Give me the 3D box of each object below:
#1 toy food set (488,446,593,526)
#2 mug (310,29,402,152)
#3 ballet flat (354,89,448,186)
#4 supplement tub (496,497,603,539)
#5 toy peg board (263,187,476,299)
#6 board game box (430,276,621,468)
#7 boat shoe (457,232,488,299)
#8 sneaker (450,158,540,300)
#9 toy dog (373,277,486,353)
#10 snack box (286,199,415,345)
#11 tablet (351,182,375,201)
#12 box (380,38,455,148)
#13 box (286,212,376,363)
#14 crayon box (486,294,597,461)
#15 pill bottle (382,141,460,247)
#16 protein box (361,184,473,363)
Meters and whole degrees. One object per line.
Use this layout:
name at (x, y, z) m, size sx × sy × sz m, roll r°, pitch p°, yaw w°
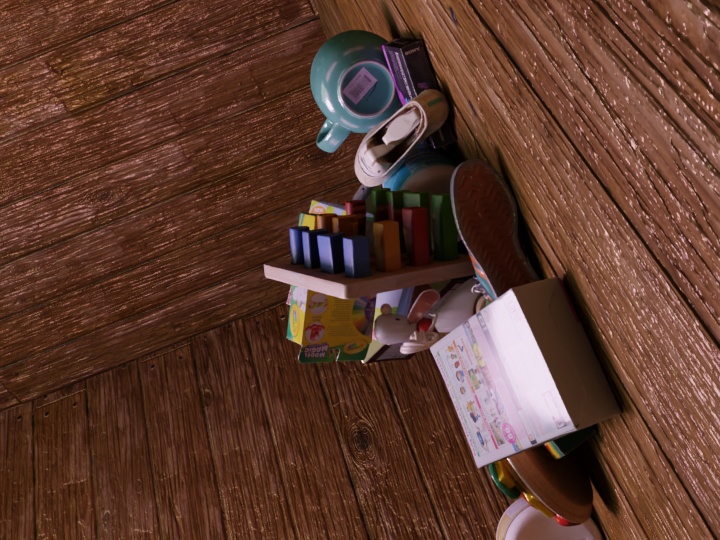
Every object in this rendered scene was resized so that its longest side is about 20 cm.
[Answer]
toy food set at (0.223, 0.238, 1.208) m, size 0.198 × 0.049 × 0.200 m, roll 39°, pitch -157°, yaw -23°
mug at (0.002, -0.278, 1.480) m, size 0.114 × 0.152 × 0.186 m, roll -118°, pitch 22°, yaw -68°
ballet flat at (0.038, -0.173, 1.252) m, size 0.068 × 0.062 × 0.200 m, roll 54°, pitch 135°, yaw 7°
supplement tub at (0.279, 0.410, 1.407) m, size 0.200 × 0.144 × 0.145 m, roll 69°, pitch 180°, yaw -80°
toy peg board at (0.011, -0.042, 1.145) m, size 0.200 × 0.199 × 0.098 m, roll 12°, pitch 108°, yaw 56°
board game box at (0.163, 0.111, 0.982) m, size 0.200 × 0.064 × 0.148 m, roll -45°, pitch 63°, yaw 60°
boat shoe at (0.163, 0.003, 1.188) m, size 0.073 × 0.063 × 0.200 m, roll -117°, pitch 5°, yaw -75°
sneaker at (0.147, -0.029, 1.054) m, size 0.080 × 0.071 × 0.200 m, roll -134°, pitch 21°, yaw -79°
toy dog at (0.116, 0.038, 1.276) m, size 0.132 × 0.199 × 0.097 m, roll -172°, pitch 69°, yaw -72°
snack box at (0.000, 0.000, 1.399) m, size 0.068 × 0.200 × 0.169 m, roll 3°, pitch -75°, yaw -56°
tablet at (0.021, -0.137, 1.521) m, size 0.014 × 0.130 × 0.200 m, roll 33°, pitch 169°, yaw 4°
box at (0.079, -0.254, 1.331) m, size 0.200 × 0.036 × 0.143 m, roll -117°, pitch 6°, yaw -75°
box at (-0.034, 0.025, 1.277) m, size 0.048 × 0.117 × 0.201 m, roll 15°, pitch 101°, yaw 56°
crayon box at (0.196, 0.133, 1.138) m, size 0.200 × 0.051 × 0.127 m, roll 54°, pitch 176°, yaw 16°
pill bottle at (0.092, -0.116, 1.326) m, size 0.200 × 0.111 × 0.111 m, roll -113°, pitch 1°, yaw -65°
protein box at (0.054, 0.007, 1.485) m, size 0.135 × 0.200 × 0.199 m, roll 3°, pitch -134°, yaw -55°
